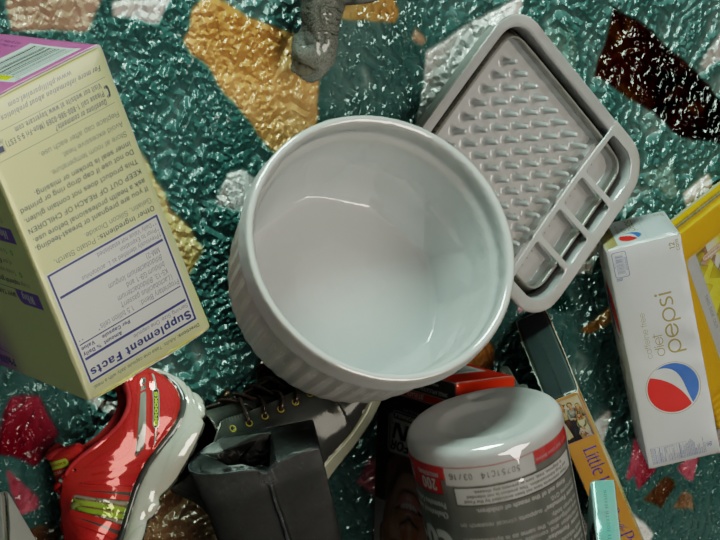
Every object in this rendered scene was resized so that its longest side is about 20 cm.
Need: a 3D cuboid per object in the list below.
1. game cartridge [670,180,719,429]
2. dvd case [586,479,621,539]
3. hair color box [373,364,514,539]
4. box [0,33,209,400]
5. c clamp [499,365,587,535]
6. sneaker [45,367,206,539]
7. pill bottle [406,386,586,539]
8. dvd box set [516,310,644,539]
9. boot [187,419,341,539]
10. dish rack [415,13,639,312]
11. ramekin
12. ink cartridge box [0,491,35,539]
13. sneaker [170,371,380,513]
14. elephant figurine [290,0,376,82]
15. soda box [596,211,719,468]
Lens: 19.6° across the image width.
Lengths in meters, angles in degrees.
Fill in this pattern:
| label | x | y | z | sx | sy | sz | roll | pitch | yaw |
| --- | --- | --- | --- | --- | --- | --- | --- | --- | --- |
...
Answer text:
| label | x | y | z | sx | sy | sz | roll | pitch | yaw |
| --- | --- | --- | --- | --- | --- | --- | --- | --- | --- |
| game cartridge | 0.339 | 0.017 | 1.826 | 0.176 | 0.032 | 0.200 | -36 | 116 | -26 |
| dvd case | 0.184 | 0.269 | 1.560 | 0.200 | 0.022 | 0.146 | 82 | 5 | -54 |
| hair color box | 0.062 | 0.173 | 1.603 | 0.061 | 0.101 | 0.200 | -5 | 100 | -35 |
| box | -0.209 | -0.040 | 1.320 | 0.097 | 0.176 | 0.200 | -31 | 114 | -28 |
| c clamp | 0.149 | 0.159 | 1.637 | 0.027 | 0.171 | 0.200 | -26 | 120 | -3 |
| sneaker | -0.187 | 0.157 | 1.448 | 0.085 | 0.077 | 0.200 | 31 | 80 | -13 |
| pill bottle | 0.106 | 0.196 | 1.506 | 0.114 | 0.114 | 0.200 | -23 | 111 | -31 |
| dvd box set | 0.182 | 0.146 | 1.667 | 0.029 | 0.146 | 0.200 | -23 | 116 | 4 |
| boot | -0.087 | 0.213 | 1.476 | 0.165 | 0.066 | 0.200 | -22 | 128 | -15 |
| dish rack | 0.120 | -0.085 | 1.640 | 0.200 | 0.044 | 0.172 | 47 | 71 | -32 |
| ramekin | 0.000 | 0.000 | 1.485 | 0.200 | 0.105 | 0.200 | 7 | 68 | -18 |
| ink cartridge box | -0.252 | 0.267 | 1.366 | 0.146 | 0.083 | 0.200 | -25 | 115 | 0 |
| sneaker | -0.057 | 0.097 | 1.516 | 0.106 | 0.075 | 0.200 | 37 | 77 | -38 |
| elephant figurine | 0.010 | -0.260 | 1.495 | 0.142 | 0.155 | 0.200 | -80 | 159 | -56 |
| soda box | 0.245 | 0.058 | 1.728 | 0.064 | 0.068 | 0.200 | -13 | 108 | 1 |
